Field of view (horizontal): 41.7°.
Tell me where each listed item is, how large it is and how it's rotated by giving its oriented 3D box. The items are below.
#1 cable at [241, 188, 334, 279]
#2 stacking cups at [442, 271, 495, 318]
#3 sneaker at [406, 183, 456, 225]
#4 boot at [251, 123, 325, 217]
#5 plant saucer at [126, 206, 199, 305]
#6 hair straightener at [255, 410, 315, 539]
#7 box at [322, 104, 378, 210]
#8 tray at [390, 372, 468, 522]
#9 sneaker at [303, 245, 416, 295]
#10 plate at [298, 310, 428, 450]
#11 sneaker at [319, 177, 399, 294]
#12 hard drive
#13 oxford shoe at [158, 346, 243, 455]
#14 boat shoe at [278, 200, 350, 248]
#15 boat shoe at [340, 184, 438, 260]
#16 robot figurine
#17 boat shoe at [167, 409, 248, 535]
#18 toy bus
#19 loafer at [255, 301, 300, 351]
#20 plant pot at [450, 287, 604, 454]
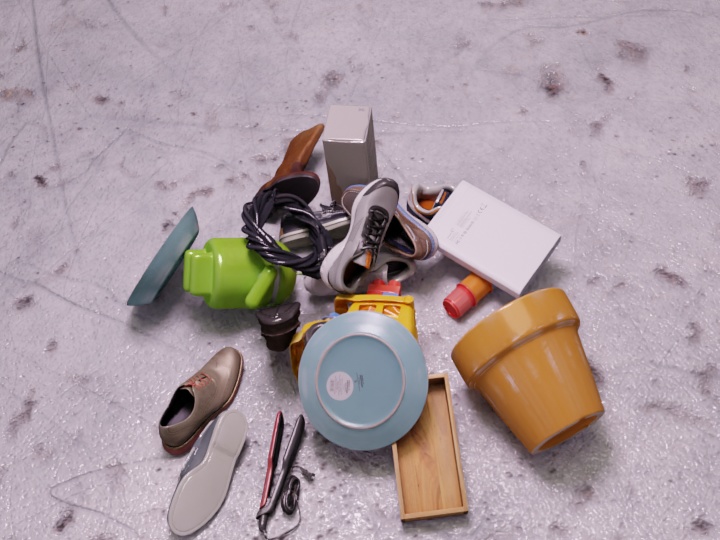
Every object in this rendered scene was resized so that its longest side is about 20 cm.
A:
[{"bbox_3d":[-0.127,-0.064,1.579,0.160,0.051,0.202,6,41,-27],"label":"cable"},{"bbox_3d":[0.218,0.006,1.604,0.199,0.061,0.060,-39,57,-18],"label":"stacking cups"},{"bbox_3d":[0.171,-0.097,1.673,0.197,0.080,0.079,17,53,17],"label":"sneaker"},{"bbox_3d":[-0.105,-0.194,1.749,0.068,0.187,0.202,40,54,-16],"label":"boot"},{"bbox_3d":[-0.329,-0.016,1.612,0.036,0.200,0.202,34,56,-7],"label":"plant saucer"},{"bbox_3d":[-0.107,0.305,1.401,0.075,0.041,0.203,4,51,10],"label":"hair straightener"},{"bbox_3d":[-0.014,-0.191,1.689,0.076,0.202,0.096,4,50,9],"label":"box"},{"bbox_3d":[0.095,0.258,1.386,0.096,0.037,0.204,-7,67,1],"label":"tray"},{"bbox_3d":[0.000,0.000,1.597,0.196,0.076,0.100,-15,22,-5],"label":"sneaker"},{"bbox_3d":[0.001,0.160,1.376,0.196,0.026,0.205,-1,87,11],"label":"plate"},{"bbox_3d":[0.011,-0.051,1.501,0.203,0.073,0.079,-63,32,7],"label":"sneaker"},{"bbox_3d":[0.218,-0.054,1.585,0.198,0.027,0.132,32,70,23],"label":"hard drive"},{"bbox_3d":[-0.248,0.192,1.487,0.069,0.075,0.202,16,54,20],"label":"oxford shoe"},{"bbox_3d":[-0.054,-0.091,1.693,0.196,0.075,0.063,-12,71,3],"label":"boat shoe"},{"bbox_3d":[0.039,-0.085,1.586,0.198,0.073,0.072,31,22,24],"label":"boat shoe"},{"bbox_3d":[-0.195,0.004,1.585,0.196,0.118,0.175,0,6,-26],"label":"robot figurine"},{"bbox_3d":[-0.234,0.303,1.419,0.061,0.073,0.202,-18,40,53],"label":"boat shoe"},{"bbox_3d":[0.000,0.096,1.501,0.196,0.137,0.194,1,47,10],"label":"toy bus"},{"bbox_3d":[-0.123,0.091,1.496,0.072,0.200,0.073,-13,90,-4],"label":"loafer"},{"bbox_3d":[0.261,0.159,1.395,0.197,0.201,0.185,-23,67,-12],"label":"plant pot"}]
